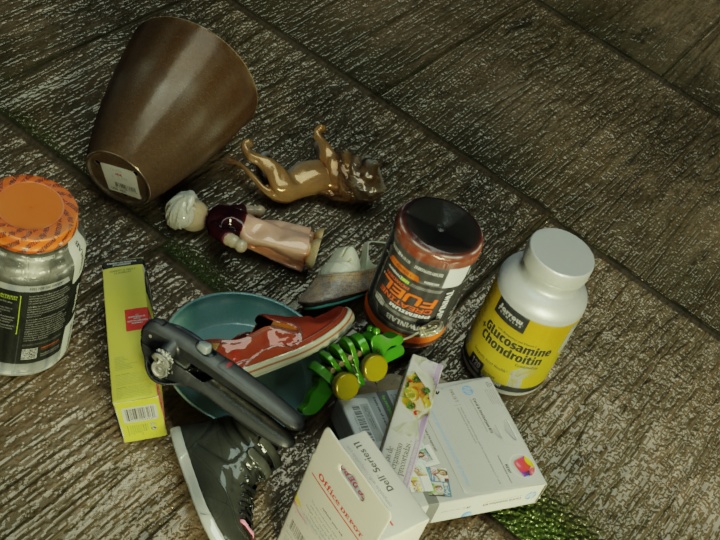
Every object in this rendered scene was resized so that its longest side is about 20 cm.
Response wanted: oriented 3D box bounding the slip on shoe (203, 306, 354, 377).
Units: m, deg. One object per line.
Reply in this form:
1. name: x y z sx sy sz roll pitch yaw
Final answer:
1. slip on shoe: -0.089 0.073 1.361 0.199 0.074 0.062 -21 91 -33

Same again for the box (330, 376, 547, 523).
1. box: 0.085 0.199 1.364 0.199 0.041 0.156 -6 49 -26

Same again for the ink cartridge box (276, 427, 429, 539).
1. ink cartridge box: -0.005 0.240 1.189 0.067 0.201 0.117 -17 55 -34

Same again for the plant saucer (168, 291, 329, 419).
1. plant saucer: -0.130 0.109 1.394 0.199 0.036 0.201 12 43 -11

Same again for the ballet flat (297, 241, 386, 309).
1. ballet flat: 0.000 0.000 1.530 0.199 0.068 0.068 -13 96 -40

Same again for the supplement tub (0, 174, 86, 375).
1. supplement tub: -0.354 0.006 1.285 0.122 0.201 0.123 12 43 -11

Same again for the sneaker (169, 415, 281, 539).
1. sneaker: -0.118 0.219 1.240 0.099 0.071 0.200 -24 51 -7

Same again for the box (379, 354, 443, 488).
1. box: 0.047 0.173 1.315 0.038 0.042 0.200 20 42 1

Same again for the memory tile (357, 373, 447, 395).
1. memory tile: 0.069 0.182 1.417 0.199 0.017 0.154 6 44 -16

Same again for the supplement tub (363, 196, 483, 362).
1. supplement tub: 0.066 0.018 1.446 0.106 0.201 0.107 11 43 -10

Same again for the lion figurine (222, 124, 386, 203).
1. lion figurine: -0.072 -0.126 1.645 0.199 0.073 0.123 -17 67 -17

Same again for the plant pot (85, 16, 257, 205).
1. plant pot: -0.256 -0.184 1.557 0.186 0.187 0.201 25 57 4

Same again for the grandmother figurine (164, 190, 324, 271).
1. grandmother figurine: -0.148 -0.051 1.539 0.199 0.061 0.121 17 15 -2

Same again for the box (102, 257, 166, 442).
1. box: -0.247 0.083 1.339 0.050 0.076 0.201 -9 47 -6

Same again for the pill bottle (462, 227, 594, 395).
1. pill bottle: 0.203 0.048 1.471 0.111 0.201 0.112 11 43 -11

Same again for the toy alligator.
1. toy alligator: 0.005 0.089 1.366 0.199 0.054 0.059 -32 22 -21

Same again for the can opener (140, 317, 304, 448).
1. can opener: -0.141 0.110 1.247 0.199 0.064 0.079 31 42 17
